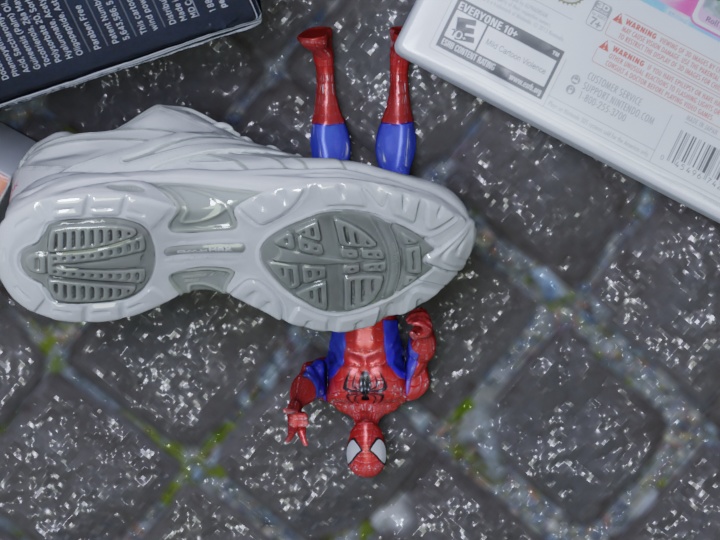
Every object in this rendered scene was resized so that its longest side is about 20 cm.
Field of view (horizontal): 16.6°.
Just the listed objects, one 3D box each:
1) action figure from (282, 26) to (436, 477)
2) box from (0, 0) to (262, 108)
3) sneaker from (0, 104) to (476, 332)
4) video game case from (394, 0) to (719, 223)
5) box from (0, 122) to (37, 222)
[{"bbox_3d":[0.000,0.000,1.073,0.065,0.099,0.202,-1,103,3],"label":"action figure"},{"bbox_3d":[-0.159,-0.170,0.977,0.195,0.201,0.124,-19,136,6],"label":"box"},{"bbox_3d":[-0.051,-0.033,1.019,0.198,0.100,0.078,4,127,-12],"label":"sneaker"},{"bbox_3d":[0.142,-0.130,1.062,0.199,0.024,0.183,27,87,-4],"label":"video game case"},{"bbox_3d":[-0.244,0.007,1.076,0.124,0.098,0.201,29,100,-4],"label":"box"}]
